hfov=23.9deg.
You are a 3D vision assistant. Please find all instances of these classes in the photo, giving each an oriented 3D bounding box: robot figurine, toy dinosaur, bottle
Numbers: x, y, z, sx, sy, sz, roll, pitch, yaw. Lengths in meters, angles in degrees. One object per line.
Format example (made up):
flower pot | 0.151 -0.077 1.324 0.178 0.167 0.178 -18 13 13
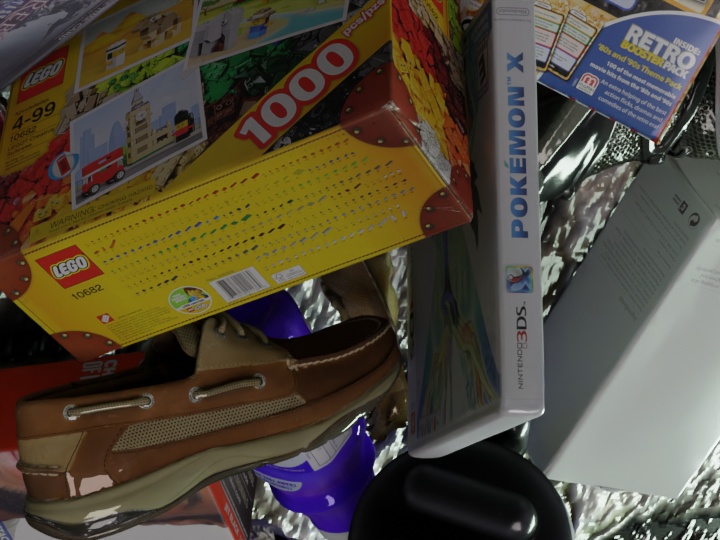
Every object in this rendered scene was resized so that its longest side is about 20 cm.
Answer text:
robot figurine | 0.056 0.161 0.943 0.150 0.125 0.200 -32 162 -3
toy dinosaur | 0.000 0.000 0.892 0.058 0.101 0.200 -23 132 -3
bottle | -0.041 0.082 0.954 0.065 0.084 0.200 -53 138 -24

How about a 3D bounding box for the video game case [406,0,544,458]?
video game case | 0.048 -0.012 0.795 0.022 0.182 0.200 2 169 -10

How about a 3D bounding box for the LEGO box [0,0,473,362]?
LEGO box | -0.056 -0.065 0.744 0.200 0.149 0.077 -20 136 21

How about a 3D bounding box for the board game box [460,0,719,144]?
board game box | 0.120 -0.180 0.783 0.151 0.046 0.200 27 116 -2

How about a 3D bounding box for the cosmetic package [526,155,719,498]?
cosmetic package | 0.182 0.036 1.013 0.113 0.081 0.200 14 121 -31

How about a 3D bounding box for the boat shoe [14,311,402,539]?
boat shoe | -0.068 0.055 0.782 0.200 0.076 0.074 -23 104 -35

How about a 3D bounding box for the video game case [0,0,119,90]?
video game case | -0.153 -0.114 0.664 0.143 0.019 0.200 -32 172 23

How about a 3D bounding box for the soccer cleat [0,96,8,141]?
soccer cleat | -0.228 -0.078 0.768 0.086 0.070 0.200 -22 133 18

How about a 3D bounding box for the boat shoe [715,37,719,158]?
boat shoe | 0.225 -0.134 0.857 0.075 0.202 0.086 -5 172 38

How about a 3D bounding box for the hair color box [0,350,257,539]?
hair color box | -0.166 0.107 0.892 0.200 0.064 0.111 -8 133 11

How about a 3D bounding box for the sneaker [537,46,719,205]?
sneaker | 0.130 -0.070 0.906 0.114 0.076 0.199 33 104 -32

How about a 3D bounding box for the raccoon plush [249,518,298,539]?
raccoon plush | -0.121 0.183 0.967 0.200 0.134 0.097 -23 134 -3
